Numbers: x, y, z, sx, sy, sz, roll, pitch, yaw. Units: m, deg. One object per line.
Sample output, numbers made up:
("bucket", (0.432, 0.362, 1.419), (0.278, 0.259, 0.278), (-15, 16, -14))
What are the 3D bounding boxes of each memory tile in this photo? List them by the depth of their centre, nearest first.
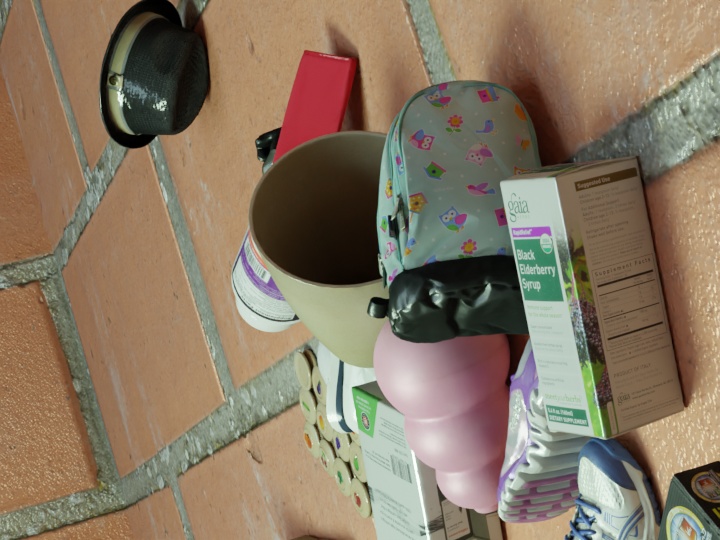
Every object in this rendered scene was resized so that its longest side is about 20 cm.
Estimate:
("memory tile", (-0.032, 0.194, 1.959), (0.200, 0.017, 0.153), (-137, 39, -56))

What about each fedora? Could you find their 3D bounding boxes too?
("fedora", (-0.253, -0.248, 2.104), (0.092, 0.201, 0.201), (17, 127, 24))

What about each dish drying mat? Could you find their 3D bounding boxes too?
("dish drying mat", (-0.055, -0.125, 1.672), (0.077, 0.018, 0.200), (16, 94, 36))

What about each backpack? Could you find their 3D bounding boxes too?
("backpack", (0.088, -0.051, 1.322), (0.127, 0.167, 0.200), (110, 156, -63))

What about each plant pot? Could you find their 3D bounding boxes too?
("plant pot", (0.000, 0.000, 1.567), (0.200, 0.187, 0.187), (80, 164, -53))

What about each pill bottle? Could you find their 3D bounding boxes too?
("pill bottle", (-0.084, -0.006, 1.833), (0.200, 0.111, 0.111), (120, 132, -62))

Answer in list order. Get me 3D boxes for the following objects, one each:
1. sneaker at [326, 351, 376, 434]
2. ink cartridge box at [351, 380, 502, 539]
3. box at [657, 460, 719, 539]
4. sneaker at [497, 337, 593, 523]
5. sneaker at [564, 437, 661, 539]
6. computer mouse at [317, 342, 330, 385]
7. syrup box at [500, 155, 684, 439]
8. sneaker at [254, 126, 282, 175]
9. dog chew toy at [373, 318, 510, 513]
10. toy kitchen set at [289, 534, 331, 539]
("sneaker", (0.013, 0.076, 1.713), (0.080, 0.076, 0.200), (2, 98, 38))
("ink cartridge box", (0.068, 0.213, 1.622), (0.146, 0.084, 0.200), (-161, 59, -66))
("box", (0.273, 0.266, 1.190), (0.160, 0.044, 0.200), (-126, 30, -44))
("sneaker", (0.155, 0.129, 1.371), (0.088, 0.080, 0.200), (-116, 28, -45))
("sneaker", (0.193, 0.236, 1.315), (0.075, 0.088, 0.200), (-170, 69, -69))
("computer mouse", (-0.008, 0.137, 1.824), (0.110, 0.044, 0.200), (98, 150, -47))
("syrup box", (0.174, 0.019, 1.227), (0.079, 0.081, 0.200), (0, 104, 62))
("sneaker", (-0.054, -0.102, 1.722), (0.200, 0.090, 0.067), (-133, 34, -52))
("dog chew toy", (0.088, 0.125, 1.477), (0.125, 0.124, 0.200), (12, 122, 67))
("toy kitchen set", (-0.101, 0.446, 2.065), (0.200, 0.180, 0.163), (164, 91, -73))
